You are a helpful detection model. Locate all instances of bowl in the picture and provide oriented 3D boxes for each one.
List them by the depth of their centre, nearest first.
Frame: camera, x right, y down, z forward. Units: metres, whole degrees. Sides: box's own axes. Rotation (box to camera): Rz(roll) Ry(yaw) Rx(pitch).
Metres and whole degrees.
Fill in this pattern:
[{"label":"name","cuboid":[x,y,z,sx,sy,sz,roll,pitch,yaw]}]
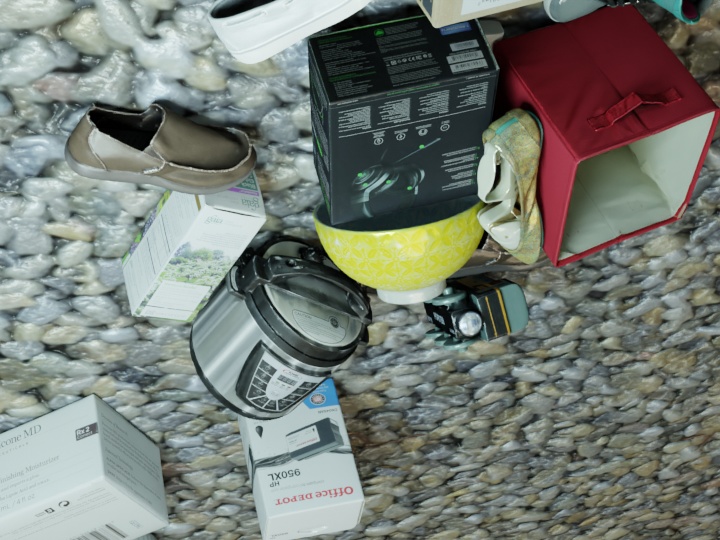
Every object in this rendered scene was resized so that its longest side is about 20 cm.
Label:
[{"label":"bowl","cuboid":[0.051,-0.028,1.281,0.197,0.200,0.109,-12,110,-8]}]

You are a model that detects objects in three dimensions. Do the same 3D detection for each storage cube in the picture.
[{"label":"storage cube","cuboid":[0.246,-0.148,1.223,0.169,0.181,0.201,-20,146,-13]}]

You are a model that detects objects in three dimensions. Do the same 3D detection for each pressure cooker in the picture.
[{"label":"pressure cooker","cuboid":[-0.093,0.060,1.385,0.200,0.179,0.175,-44,172,32]}]

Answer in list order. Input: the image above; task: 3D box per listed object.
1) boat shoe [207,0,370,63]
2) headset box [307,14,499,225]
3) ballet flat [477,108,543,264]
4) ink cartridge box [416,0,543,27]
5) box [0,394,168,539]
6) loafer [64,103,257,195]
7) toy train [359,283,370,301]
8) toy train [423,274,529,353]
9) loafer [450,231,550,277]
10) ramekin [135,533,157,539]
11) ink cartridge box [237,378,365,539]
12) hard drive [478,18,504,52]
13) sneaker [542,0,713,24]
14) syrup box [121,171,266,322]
[{"label":"boat shoe","cuboid":[-0.051,-0.267,1.055,0.198,0.073,0.068,-23,144,21]},{"label":"headset box","cuboid":[0.040,-0.149,1.179,0.171,0.094,0.201,-13,145,-8]},{"label":"ballet flat","cuboid":[0.150,-0.075,1.189,0.069,0.071,0.202,-13,136,-6]},{"label":"ink cartridge box","cuboid":[0.146,-0.322,1.032,0.197,0.076,0.166,-18,147,-15]},{"label":"box","cuboid":[-0.401,0.300,1.608,0.196,0.132,0.201,-23,144,8]},{"label":"loafer","cuboid":[-0.196,-0.126,1.167,0.197,0.074,0.071,-1,143,-23]},{"label":"toy train","cuboid":[0.000,0.000,1.463,0.045,0.035,0.201,-1,141,-17]},{"label":"toy train","cuboid":[0.141,0.049,1.483,0.112,0.087,0.200,-16,-173,-8]},{"label":"loafer","cuboid":[0.172,-0.041,1.435,0.197,0.074,0.071,-15,146,-5]},{"label":"ramekin","cuboid":[-0.414,0.503,1.902,0.197,0.106,0.201,-12,146,-8]},{"label":"ink cartridge box","cuboid":[-0.087,0.269,1.644,0.142,0.202,0.085,-8,145,-14]},{"label":"hard drive","cuboid":[0.069,-0.184,1.249,0.130,0.027,0.201,-6,144,-16]},{"label":"sneaker","cuboid":[0.280,-0.281,1.128,0.199,0.122,0.083,-34,142,22]},{"label":"syrup box","cuboid":[-0.189,-0.034,1.291,0.078,0.082,0.200,8,137,-35]}]
